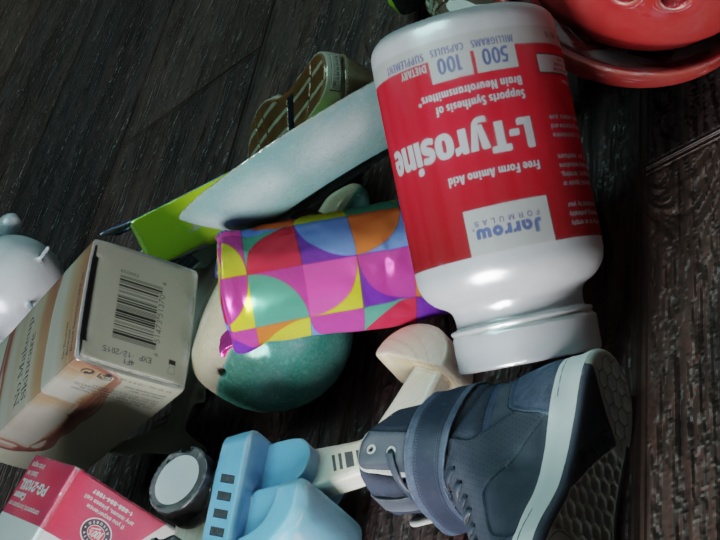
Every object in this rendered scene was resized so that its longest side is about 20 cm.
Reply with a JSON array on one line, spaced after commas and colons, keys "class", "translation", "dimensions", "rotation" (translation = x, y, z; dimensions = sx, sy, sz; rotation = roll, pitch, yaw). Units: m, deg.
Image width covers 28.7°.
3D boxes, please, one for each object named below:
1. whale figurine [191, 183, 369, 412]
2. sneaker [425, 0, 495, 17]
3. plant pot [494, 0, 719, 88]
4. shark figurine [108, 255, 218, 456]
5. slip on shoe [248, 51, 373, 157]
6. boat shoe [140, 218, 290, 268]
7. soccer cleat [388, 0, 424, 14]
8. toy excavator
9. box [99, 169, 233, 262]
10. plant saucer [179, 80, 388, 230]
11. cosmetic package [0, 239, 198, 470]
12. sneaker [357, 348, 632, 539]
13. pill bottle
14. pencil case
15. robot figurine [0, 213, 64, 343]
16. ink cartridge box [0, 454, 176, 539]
[{"class": "whale figurine", "translation": [-0.038, 0.022, 1.029], "dimensions": [0.200, 0.104, 0.159], "rotation": [-49, -12, -44]}, {"class": "sneaker", "translation": [0.128, -0.216, 0.991], "dimensions": [0.200, 0.075, 0.071], "rotation": [-38, -25, -35]}, {"class": "plant pot", "translation": [0.179, -0.226, 0.852], "dimensions": [0.183, 0.199, 0.201], "rotation": [97, -173, -54]}, {"class": "shark figurine", "translation": [-0.138, 0.046, 1.132], "dimensions": [0.215, 0.089, 0.128], "rotation": [-64, 15, 1]}, {"class": "slip on shoe", "translation": [-0.044, -0.131, 1.243], "dimensions": [0.200, 0.060, 0.076], "rotation": [140, 132, -56]}, {"class": "boat shoe", "translation": [-0.140, -0.031, 1.248], "dimensions": [0.201, 0.070, 0.072], "rotation": [-37, 26, 21]}, {"class": "soccer cleat", "translation": [0.066, -0.317, 1.290], "dimensions": [0.081, 0.068, 0.201], "rotation": [-11, 46, 33]}, {"class": "toy excavator", "translation": [-0.027, 0.139, 0.885], "dimensions": [0.199, 0.100, 0.195], "rotation": [-16, 45, 28]}, {"class": "box", "translation": [-0.103, -0.054, 1.125], "dimensions": [0.199, 0.048, 0.122], "rotation": [-26, 3, -3]}, {"class": "plant saucer", "translation": [-0.027, -0.073, 0.941], "dimensions": [0.201, 0.039, 0.201], "rotation": [-32, -1, 0]}, {"class": "cosmetic package", "translation": [-0.206, 0.071, 1.050], "dimensions": [0.200, 0.087, 0.104], "rotation": [-40, 40, 46]}, {"class": "sneaker", "translation": [0.059, 0.137, 0.745], "dimensions": [0.146, 0.077, 0.203], "rotation": [-15, 34, 32]}, {"class": "pill bottle", "translation": [0.078, -0.045, 0.821], "dimensions": [0.112, 0.112, 0.201], "rotation": [-17, 84, 46]}, {"class": "pencil case", "translation": [0.000, 0.000, 0.911], "dimensions": [0.199, 0.089, 0.089], "rotation": [-10, 34, -3]}, {"class": "robot figurine", "translation": [-0.387, 0.026, 1.495], "dimensions": [0.200, 0.113, 0.171], "rotation": [-15, 73, 47]}, {"class": "ink cartridge box", "translation": [-0.198, 0.247, 0.933], "dimensions": [0.084, 0.145, 0.201], "rotation": [0, 57, 57]}]
